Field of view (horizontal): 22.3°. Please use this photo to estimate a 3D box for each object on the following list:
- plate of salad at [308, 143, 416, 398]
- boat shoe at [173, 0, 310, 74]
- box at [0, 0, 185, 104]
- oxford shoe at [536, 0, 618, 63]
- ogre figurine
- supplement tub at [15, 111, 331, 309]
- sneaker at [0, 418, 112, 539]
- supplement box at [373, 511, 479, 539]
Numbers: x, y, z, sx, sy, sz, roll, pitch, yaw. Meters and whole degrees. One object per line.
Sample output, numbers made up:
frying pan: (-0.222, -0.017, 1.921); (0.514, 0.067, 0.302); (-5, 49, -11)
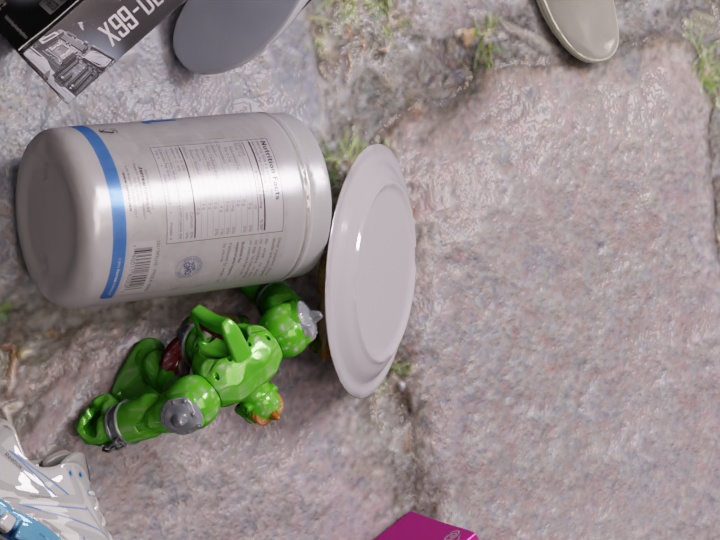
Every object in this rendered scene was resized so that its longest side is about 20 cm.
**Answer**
plate of salad: (0.000, 0.000, 1.438); (0.200, 0.048, 0.200); (4, 90, -70)
boat shoe: (-0.059, -0.225, 1.377); (0.070, 0.066, 0.200); (45, 109, 4)
box: (-0.173, -0.199, 1.233); (0.158, 0.200, 0.050); (-42, 116, -3)
oxford shoe: (0.185, -0.272, 1.566); (0.075, 0.058, 0.200); (-27, 109, -31)
ogre figurine: (-0.111, 0.069, 1.365); (0.200, 0.120, 0.098); (-17, 103, -30)
supplement tub: (-0.137, -0.046, 1.332); (0.200, 0.132, 0.132); (-8, 98, -33)
sneaker: (-0.212, 0.182, 1.340); (0.200, 0.075, 0.087); (44, 65, -28)
supplement box: (0.071, 0.314, 1.515); (0.101, 0.103, 0.200); (-36, 110, -24)
